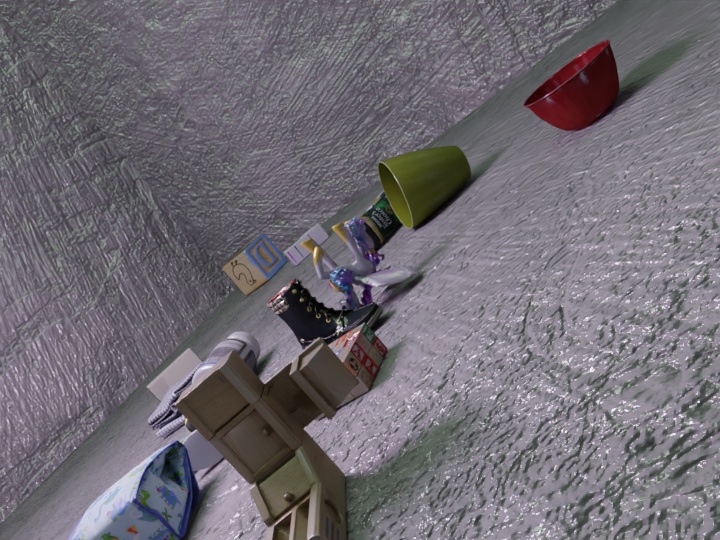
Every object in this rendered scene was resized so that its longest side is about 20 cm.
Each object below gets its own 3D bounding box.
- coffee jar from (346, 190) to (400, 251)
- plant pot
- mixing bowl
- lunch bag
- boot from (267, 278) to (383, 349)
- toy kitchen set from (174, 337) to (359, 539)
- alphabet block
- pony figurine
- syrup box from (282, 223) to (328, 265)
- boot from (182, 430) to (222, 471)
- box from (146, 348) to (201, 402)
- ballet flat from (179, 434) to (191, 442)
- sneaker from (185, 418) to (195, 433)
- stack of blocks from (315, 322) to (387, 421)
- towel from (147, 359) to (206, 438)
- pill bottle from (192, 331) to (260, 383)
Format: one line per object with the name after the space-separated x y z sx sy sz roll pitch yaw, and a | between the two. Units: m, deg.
0.049 -0.138 1.883 0.200 0.104 0.085 -48 10 -33 | coffee jar
0.174 -0.232 1.699 0.199 0.188 0.187 -26 8 -8 | plant pot
0.442 -0.355 1.344 0.200 0.109 0.200 -39 11 9 | mixing bowl
-0.359 0.384 1.071 0.170 0.128 0.200 -39 20 7 | lunch bag
-0.071 0.077 1.247 0.203 0.154 0.074 -33 12 36 | boot
-0.075 0.178 0.684 0.163 0.200 0.181 -40 10 6 | toy kitchen set
-0.525 -0.030 3.310 0.200 0.196 0.197 -33 10 38 | alphabet block
0.000 0.000 1.320 0.192 0.201 0.167 -26 1 -10 | pony figurine
-0.242 -0.113 2.930 0.200 0.082 0.079 -41 9 -11 | syrup box
-0.254 0.298 1.254 0.199 0.074 0.096 -34 2 -11 | boot
-0.668 0.376 2.397 0.200 0.082 0.068 -43 9 -23 | box
-0.370 0.400 1.274 0.200 0.071 0.065 -44 37 -2 | ballet flat
-0.296 0.295 1.362 0.090 0.078 0.200 -42 -9 23 | sneaker
-0.061 0.177 1.051 0.199 0.059 0.115 -35 12 29 | stack of blocks
-0.478 0.344 1.811 0.165 0.086 0.200 -36 11 28 | towel
-0.316 0.233 1.603 0.114 0.114 0.200 -36 10 21 | pill bottle
